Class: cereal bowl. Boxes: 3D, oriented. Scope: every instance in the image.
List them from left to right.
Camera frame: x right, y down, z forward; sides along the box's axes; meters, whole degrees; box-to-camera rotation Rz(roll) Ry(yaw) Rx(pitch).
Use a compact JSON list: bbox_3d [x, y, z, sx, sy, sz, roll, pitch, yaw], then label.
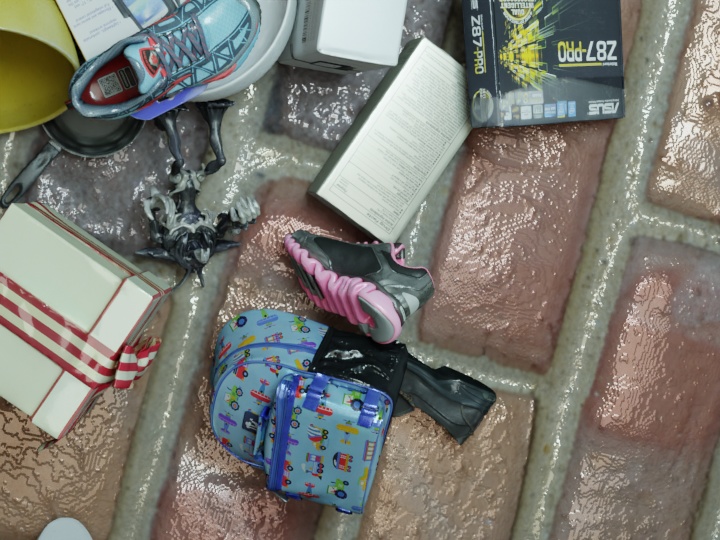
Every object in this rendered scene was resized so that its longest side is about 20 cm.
[{"bbox_3d":[-0.157,-0.264,1.326,0.198,0.083,0.202,-1,84,9],"label":"cereal bowl"}]

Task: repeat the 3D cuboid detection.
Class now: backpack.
[{"bbox_3d":[-0.067,0.139,1.349,0.198,0.135,0.184,18,125,2],"label":"backpack"}]

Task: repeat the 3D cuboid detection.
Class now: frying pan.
[{"bbox_3d":[-0.287,-0.138,1.353,0.114,0.031,0.191,18,95,-10],"label":"frying pan"}]

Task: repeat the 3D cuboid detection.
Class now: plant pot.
[{"bbox_3d":[-0.371,-0.240,1.263,0.198,0.200,0.143,-4,68,-11],"label":"plant pot"}]

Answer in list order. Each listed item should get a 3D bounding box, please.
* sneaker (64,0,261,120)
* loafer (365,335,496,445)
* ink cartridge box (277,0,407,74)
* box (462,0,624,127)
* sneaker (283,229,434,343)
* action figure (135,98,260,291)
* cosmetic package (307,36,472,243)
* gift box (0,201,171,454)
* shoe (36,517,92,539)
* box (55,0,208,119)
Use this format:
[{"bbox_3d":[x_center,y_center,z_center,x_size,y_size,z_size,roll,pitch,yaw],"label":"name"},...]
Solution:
[{"bbox_3d":[-0.177,-0.188,1.193,0.199,0.096,0.080,-29,102,9],"label":"sneaker"},{"bbox_3d":[0.049,0.127,1.427,0.199,0.073,0.073,24,95,-11],"label":"loafer"},{"bbox_3d":[-0.018,-0.276,1.308,0.083,0.200,0.147,7,94,-15],"label":"ink cartridge box"},{"bbox_3d":[0.194,-0.235,1.381,0.199,0.049,0.163,-8,98,-39],"label":"box"},{"bbox_3d":[0.000,0.000,1.357,0.095,0.200,0.079,-39,134,-19],"label":"sneaker"},{"bbox_3d":[-0.170,-0.071,1.343,0.118,0.102,0.202,-5,103,-21],"label":"action figure"},{"bbox_3d":[0.042,-0.136,1.397,0.103,0.073,0.201,36,88,-13],"label":"cosmetic package"},{"bbox_3d":[-0.300,0.061,1.300,0.186,0.185,0.201,33,96,-3],"label":"gift box"},{"bbox_3d":[-0.314,0.368,1.380,0.071,0.091,0.202,0,66,-23],"label":"shoe"},{"bbox_3d":[-0.218,-0.249,1.253,0.118,0.041,0.201,-24,100,7],"label":"box"}]
